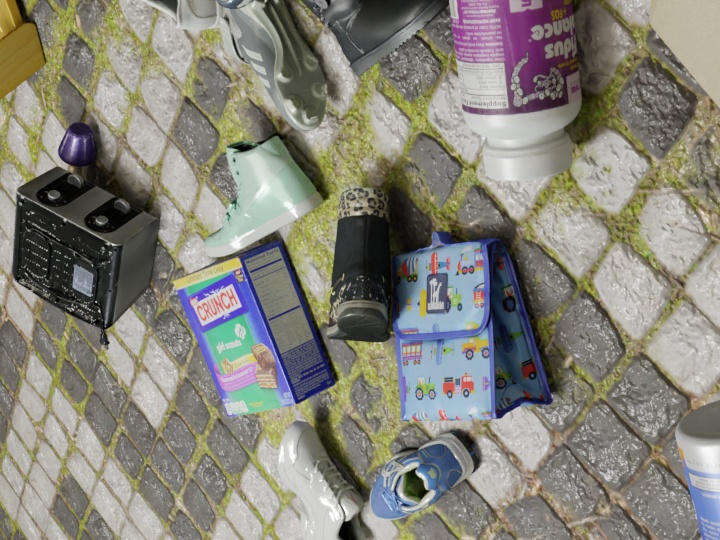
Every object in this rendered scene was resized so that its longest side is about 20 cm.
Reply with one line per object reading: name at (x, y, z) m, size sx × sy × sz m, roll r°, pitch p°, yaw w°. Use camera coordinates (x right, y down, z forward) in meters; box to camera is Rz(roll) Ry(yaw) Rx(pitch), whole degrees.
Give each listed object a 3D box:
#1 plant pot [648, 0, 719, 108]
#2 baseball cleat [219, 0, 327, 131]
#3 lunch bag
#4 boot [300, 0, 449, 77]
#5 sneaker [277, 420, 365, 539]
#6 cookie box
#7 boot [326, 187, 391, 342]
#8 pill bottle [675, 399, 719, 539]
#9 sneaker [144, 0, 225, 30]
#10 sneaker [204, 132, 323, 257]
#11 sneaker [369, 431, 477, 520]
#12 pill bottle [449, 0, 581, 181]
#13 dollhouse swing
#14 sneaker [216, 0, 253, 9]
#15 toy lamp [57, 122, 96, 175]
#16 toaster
plant pot at (0.327, -0.205, 0.886) m, size 0.200 × 0.199 × 0.177 m, roll 53°, pitch 150°, yaw 14°
baseball cleat at (-0.101, -0.242, 1.433) m, size 0.106 × 0.069 × 0.201 m, roll -32°, pitch 75°, yaw 56°
lunch bag at (0.109, 0.055, 1.345) m, size 0.150 × 0.094 × 0.201 m, roll -11°, pitch 89°, yaw 51°
boot at (-0.018, -0.309, 1.258) m, size 0.200 × 0.066 × 0.165 m, roll 52°, pitch 142°, yaw -8°
sneaker at (-0.039, 0.284, 1.629) m, size 0.099 × 0.078 × 0.201 m, roll 0°, pitch 118°, yaw 41°
cookie box at (-0.141, 0.079, 1.623) m, size 0.171 × 0.075 × 0.201 m, roll -17°, pitch 95°, yaw 51°
boot at (0.002, 0.000, 1.429) m, size 0.204 × 0.073 × 0.155 m, roll 108°, pitch 164°, yaw -78°
pill bottle at (0.359, 0.222, 1.117) m, size 0.112 × 0.112 × 0.201 m, roll -5°, pitch 105°, yaw 49°
sneaker at (-0.247, -0.362, 1.505) m, size 0.200 × 0.088 × 0.075 m, roll 46°, pitch 138°, yaw 22°
sneaker at (-0.140, -0.096, 1.533) m, size 0.200 × 0.074 × 0.119 m, roll -26°, pitch 95°, yaw 41°
sneaker at (0.056, 0.254, 1.494) m, size 0.076 × 0.077 × 0.200 m, roll 54°, pitch 141°, yaw 11°
pill bottle at (0.144, -0.189, 1.144) m, size 0.112 × 0.112 × 0.201 m, roll 10°, pitch 117°, yaw 45°
dollhouse swing at (-0.596, -0.344, 1.849) m, size 0.199 × 0.182 × 0.176 m, roll 5°, pitch 133°, yaw 47°
sneaker at (-0.133, -0.381, 1.340) m, size 0.078 × 0.086 × 0.201 m, roll 34°, pitch 117°, yaw 33°
toy lamp at (-0.424, -0.131, 1.845) m, size 0.058 × 0.058 × 0.201 m, roll 42°, pitch 138°, yaw 25°
toaster at (-0.395, -0.026, 1.781) m, size 0.180 × 0.119 × 0.201 m, roll 27°, pitch 130°, yaw 14°
